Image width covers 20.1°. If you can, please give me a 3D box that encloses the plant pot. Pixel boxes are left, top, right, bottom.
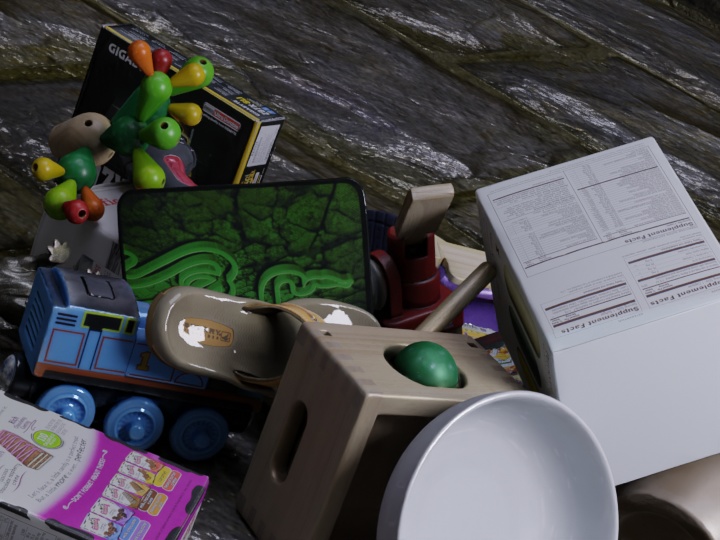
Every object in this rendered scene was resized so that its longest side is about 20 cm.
[{"bbox_3d":[0.269,0.182,1.580,0.199,0.201,0.173,31,39,23],"label":"plant pot"}]

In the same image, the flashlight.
[{"bbox_3d":[-0.140,-0.064,1.687,0.068,0.068,0.200,40,7,-34],"label":"flashlight"}]

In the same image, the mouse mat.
[{"bbox_3d":[-0.088,0.013,1.565,0.198,0.163,0.008,-3,8,12],"label":"mouse mat"}]

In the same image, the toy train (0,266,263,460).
[{"bbox_3d":[-0.163,0.069,1.504,0.198,0.115,0.087,11,24,-23],"label":"toy train"}]

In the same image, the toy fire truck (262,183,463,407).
[{"bbox_3d":[0.005,0.015,1.612,0.175,0.202,0.128,-16,29,-27],"label":"toy fire truck"}]

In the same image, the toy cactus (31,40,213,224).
[{"bbox_3d":[-0.211,-0.113,1.676,0.164,0.201,0.102,0,-39,51],"label":"toy cactus"}]

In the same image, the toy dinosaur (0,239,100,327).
[{"bbox_3d":[-0.248,0.024,1.583,0.102,0.078,0.199,-4,-16,43],"label":"toy dinosaur"}]

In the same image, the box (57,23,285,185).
[{"bbox_3d":[-0.178,-0.111,1.862,0.199,0.161,0.049,33,25,26],"label":"box"}]

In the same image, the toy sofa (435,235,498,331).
[{"bbox_3d":[0.137,0.033,1.922,0.198,0.083,0.098,12,28,-22],"label":"toy sofa"}]

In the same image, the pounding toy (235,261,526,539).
[{"bbox_3d":[0.027,0.106,1.479,0.183,0.202,0.142,6,25,-35],"label":"pounding toy"}]

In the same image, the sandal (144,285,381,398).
[{"bbox_3d":[-0.061,0.051,1.481,0.199,0.081,0.054,11,-12,-34],"label":"sandal"}]

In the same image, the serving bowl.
[{"bbox_3d":[0.084,0.180,1.400,0.199,0.202,0.066,5,1,-37],"label":"serving bowl"}]

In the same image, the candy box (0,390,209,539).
[{"bbox_3d":[-0.214,0.150,1.339,0.198,0.061,0.136,23,22,3],"label":"candy box"}]

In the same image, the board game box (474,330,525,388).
[{"bbox_3d":[0.083,0.097,1.691,0.198,0.024,0.105,-16,32,-27],"label":"board game box"}]

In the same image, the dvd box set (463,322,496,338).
[{"bbox_3d":[0.097,0.102,1.790,0.145,0.030,0.200,14,23,-17],"label":"dvd box set"}]

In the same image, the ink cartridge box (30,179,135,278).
[{"bbox_3d":[-0.158,0.007,1.701,0.199,0.085,0.145,34,24,26],"label":"ink cartridge box"}]

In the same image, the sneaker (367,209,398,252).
[{"bbox_3d":[0.000,0.000,1.784,0.082,0.075,0.199,26,-22,-33],"label":"sneaker"}]

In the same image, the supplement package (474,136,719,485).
[{"bbox_3d":[0.191,0.032,1.533,0.149,0.153,0.201,-17,39,-4],"label":"supplement package"}]
